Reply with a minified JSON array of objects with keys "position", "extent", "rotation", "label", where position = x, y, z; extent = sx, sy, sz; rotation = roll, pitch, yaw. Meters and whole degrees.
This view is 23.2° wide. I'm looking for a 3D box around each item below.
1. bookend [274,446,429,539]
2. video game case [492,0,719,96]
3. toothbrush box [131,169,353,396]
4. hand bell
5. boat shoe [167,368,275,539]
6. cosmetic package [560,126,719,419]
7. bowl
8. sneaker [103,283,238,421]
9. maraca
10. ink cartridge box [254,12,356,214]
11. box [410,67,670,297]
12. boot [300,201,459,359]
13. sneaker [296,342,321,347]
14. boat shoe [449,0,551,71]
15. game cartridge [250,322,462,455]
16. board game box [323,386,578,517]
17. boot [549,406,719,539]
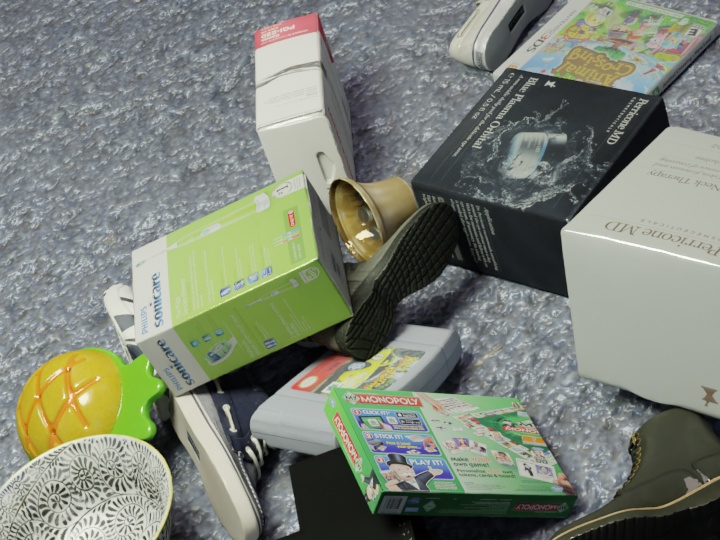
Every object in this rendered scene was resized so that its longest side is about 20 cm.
[{"position":[-0.039,0.257,1.538],"extent":[0.198,0.093,0.200],"rotation":[-21,38,4],"label":"bookend"},{"position":[0.280,-0.249,2.010],"extent":[0.199,0.022,0.182],"rotation":[24,58,41],"label":"video game case"},{"position":[-0.119,0.012,1.714],"extent":[0.198,0.086,0.146],"rotation":[-24,38,9],"label":"toothbrush box"},{"position":[0.076,-0.090,1.894],"extent":[0.199,0.105,0.104],"rotation":[-26,38,-23],"label":"hand bell"},{"position":[-0.112,0.171,1.688],"extent":[0.092,0.075,0.201],"rotation":[-16,48,-20],"label":"boat shoe"},{"position":[0.307,-0.001,1.580],"extent":[0.166,0.168,0.200],"rotation":[15,40,36],"label":"cosmetic package"},{"position":[-0.252,0.259,1.633],"extent":[0.198,0.095,0.202],"rotation":[-13,41,11],"label":"bowl"},{"position":[-0.186,0.062,1.838],"extent":[0.129,0.080,0.199],"rotation":[-24,34,-11],"label":"sneaker"},{"position":[-0.269,0.142,1.749],"extent":[0.199,0.107,0.139],"rotation":[-6,68,40],"label":"maraca"},{"position":[-0.062,-0.171,1.984],"extent":[0.084,0.147,0.201],"rotation":[-15,39,6],"label":"ink cartridge box"},{"position":[0.192,-0.093,1.804],"extent":[0.199,0.118,0.197],"rotation":[16,53,36],"label":"box"},{"position":[0.000,0.000,1.755],"extent":[0.130,0.068,0.200],"rotation":[11,54,47],"label":"boot"},{"position":[-0.069,-0.010,1.846],"extent":[0.070,0.100,0.201],"rotation":[-17,41,3],"label":"sneaker"},{"position":[0.172,-0.319,2.108],"extent":[0.069,0.071,0.201],"rotation":[16,59,34],"label":"boat shoe"},{"position":[0.003,0.110,1.681],"extent":[0.132,0.041,0.200],"rotation":[9,34,40],"label":"game cartridge"},{"position":[0.079,0.161,1.546],"extent":[0.198,0.029,0.135],"rotation":[6,33,-27],"label":"board game box"},{"position":[0.235,0.192,1.509],"extent":[0.198,0.078,0.139],"rotation":[-14,34,-11],"label":"boot"}]
